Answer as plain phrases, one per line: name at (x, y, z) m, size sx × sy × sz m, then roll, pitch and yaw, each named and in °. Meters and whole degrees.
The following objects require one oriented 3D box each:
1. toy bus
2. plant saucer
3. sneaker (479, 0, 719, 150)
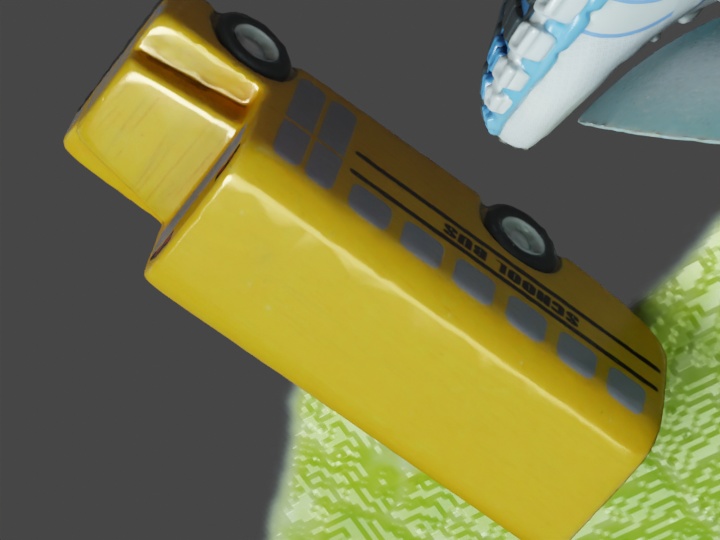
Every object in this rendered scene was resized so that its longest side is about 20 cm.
toy bus at (0.000, 0.000, 0.935) m, size 0.200 × 0.078 × 0.065 m, roll 35°, pitch 119°, yaw -11°
plant saucer at (0.162, -0.050, 0.826) m, size 0.200 × 0.201 × 0.039 m, roll 5°, pitch 96°, yaw 7°
sneaker at (0.109, -0.104, 0.864) m, size 0.086 × 0.075 × 0.200 m, roll 28°, pitch 121°, yaw -14°
